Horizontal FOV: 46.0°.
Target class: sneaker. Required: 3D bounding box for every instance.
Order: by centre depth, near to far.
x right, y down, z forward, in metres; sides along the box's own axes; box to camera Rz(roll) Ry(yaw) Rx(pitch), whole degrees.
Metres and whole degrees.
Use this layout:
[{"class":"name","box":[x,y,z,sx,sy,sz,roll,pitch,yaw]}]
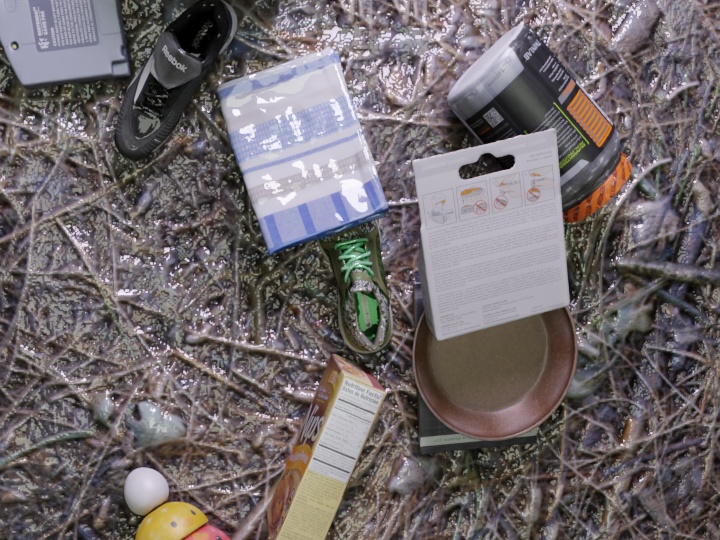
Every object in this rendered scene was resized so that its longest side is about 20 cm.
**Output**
[{"class":"sneaker","box":[-0.199,-0.207,0.890,0.066,0.090,0.201,35,90,-9]},{"class":"sneaker","box":[0.000,0.000,0.939,0.076,0.089,0.204,-16,97,-6]}]

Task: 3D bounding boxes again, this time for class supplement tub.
[{"class":"supplement tub","box":[0.200,-0.157,0.938,0.122,0.123,0.200,-44,100,-2]}]

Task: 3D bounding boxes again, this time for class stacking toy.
[{"class":"stacking toy","box":[-0.202,0.309,0.933,0.145,0.146,0.202,-34,84,-4]}]

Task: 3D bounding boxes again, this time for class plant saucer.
[{"class":"plant saucer","box":[0.152,0.093,0.981,0.196,0.037,0.205,-1,94,-9]}]

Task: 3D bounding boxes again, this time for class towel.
[{"class":"towel","box":[-0.063,-0.133,0.922,0.144,0.024,0.203,-18,80,-5]}]

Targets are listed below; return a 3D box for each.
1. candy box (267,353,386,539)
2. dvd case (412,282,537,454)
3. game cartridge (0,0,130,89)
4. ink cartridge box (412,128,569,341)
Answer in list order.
[{"class":"candy box","box":[-0.041,0.204,0.938,0.055,0.115,0.203,22,92,-10]},{"class":"dvd case","box":[0.137,0.111,1.007,0.146,0.016,0.204,-3,95,-9]},{"class":"game cartridge","box":[-0.323,-0.299,0.891,0.131,0.041,0.204,-9,96,-11]},{"class":"ink cartridge box","box":[0.136,-0.040,0.904,0.158,0.050,0.204,-13,110,-7]}]
